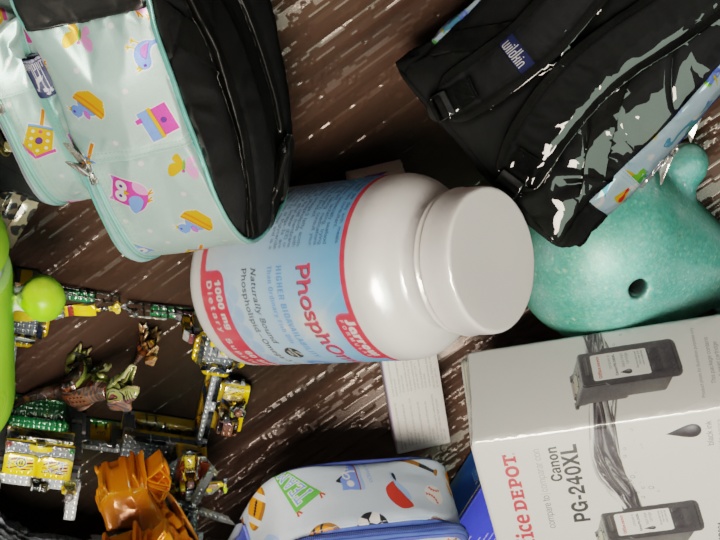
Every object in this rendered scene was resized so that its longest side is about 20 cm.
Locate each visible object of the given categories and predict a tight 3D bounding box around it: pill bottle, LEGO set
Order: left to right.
[{"bbox_3d":[-0.159,0.090,1.007,0.198,0.116,0.155,17,112,-17],"label":"LEGO set"},{"bbox_3d":[0.000,0.000,0.938,0.198,0.109,0.109,-5,127,42],"label":"pill bottle"}]

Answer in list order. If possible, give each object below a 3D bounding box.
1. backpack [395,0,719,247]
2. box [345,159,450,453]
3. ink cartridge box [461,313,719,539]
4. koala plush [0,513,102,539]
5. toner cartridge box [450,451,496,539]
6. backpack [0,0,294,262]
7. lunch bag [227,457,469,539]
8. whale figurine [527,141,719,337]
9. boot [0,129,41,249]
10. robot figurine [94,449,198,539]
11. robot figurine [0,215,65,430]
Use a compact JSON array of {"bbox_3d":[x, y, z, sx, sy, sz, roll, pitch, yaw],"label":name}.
[{"bbox_3d":[0.150,-0.137,0.935,0.163,0.153,0.201,47,114,18],"label":"backpack"},{"bbox_3d":[0.026,0.026,1.052,0.041,0.039,0.202,-12,117,-2],"label":"box"},{"bbox_3d":[0.173,0.115,1.007,0.197,0.084,0.146,-10,131,10],"label":"ink cartridge box"},{"bbox_3d":[-0.227,0.216,1.025,0.197,0.177,0.186,10,102,-4],"label":"koala plush"},{"bbox_3d":[0.116,0.166,1.131,0.094,0.043,0.201,25,109,-19],"label":"toner cartridge box"},{"bbox_3d":[-0.119,-0.107,0.892,0.152,0.177,0.201,-17,119,18],"label":"backpack"},{"bbox_3d":[-0.026,0.205,1.063,0.158,0.076,0.201,-3,143,-27],"label":"lunch bag"},{"bbox_3d":[0.196,-0.004,1.029,0.198,0.104,0.161,14,112,-18],"label":"whale figurine"},{"bbox_3d":[-0.246,-0.107,0.931,0.153,0.074,0.205,25,101,-29],"label":"boot"},{"bbox_3d":[-0.107,0.217,0.960,0.058,0.145,0.202,-20,119,2],"label":"robot figurine"},{"bbox_3d":[-0.255,0.030,0.894,0.173,0.116,0.202,-1,123,-11],"label":"robot figurine"}]
